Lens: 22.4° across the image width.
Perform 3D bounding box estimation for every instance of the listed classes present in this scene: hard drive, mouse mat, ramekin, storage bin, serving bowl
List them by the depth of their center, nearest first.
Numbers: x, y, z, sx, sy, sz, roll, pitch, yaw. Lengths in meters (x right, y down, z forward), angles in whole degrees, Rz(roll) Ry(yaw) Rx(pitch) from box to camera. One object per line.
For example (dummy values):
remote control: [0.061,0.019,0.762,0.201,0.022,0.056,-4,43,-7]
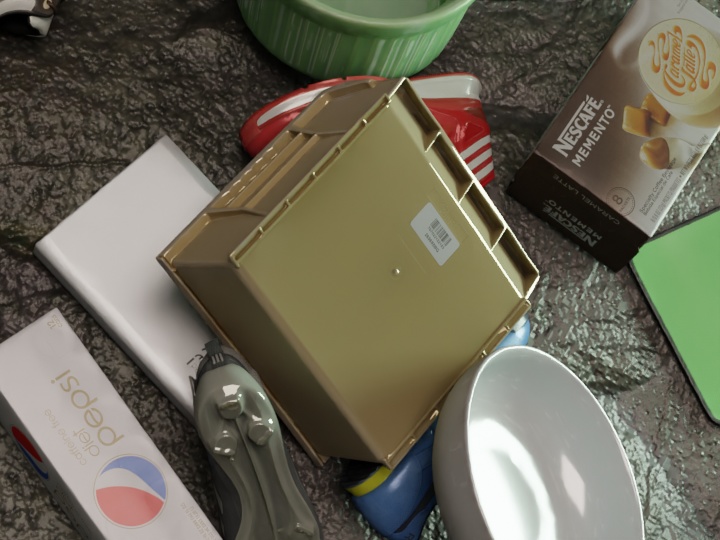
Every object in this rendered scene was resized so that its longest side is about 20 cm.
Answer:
serving bowl: [0.113,0.156,1.261,0.199,0.066,0.202,29,49,-39]
storage bin: [0.000,0.000,1.279,0.199,0.093,0.200,-47,115,-25]
hard drive: [-0.121,0.016,1.320,0.200,0.027,0.132,47,67,2]
ramekin: [-0.003,-0.237,1.382,0.198,0.098,0.201,6,59,-10]
mouse mat: [0.324,0.019,1.456,0.199,0.008,0.162,-23,79,-20]

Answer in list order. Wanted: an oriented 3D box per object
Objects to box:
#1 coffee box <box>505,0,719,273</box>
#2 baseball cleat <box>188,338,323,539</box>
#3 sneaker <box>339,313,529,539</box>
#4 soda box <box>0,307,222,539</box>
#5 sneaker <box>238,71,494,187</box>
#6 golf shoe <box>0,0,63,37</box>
coffee box: [0.216,-0.117,1.429,0.114,0.080,0.200,36,66,1]
baseball cleat: [-0.070,0.139,1.250,0.069,0.107,0.201,-11,119,-4]
sneaker: [0.069,0.113,1.327,0.079,0.066,0.200,47,65,-14]
soda box: [-0.180,0.130,1.245,0.068,0.064,0.201,-34,84,-23]
sneaker: [0.015,-0.080,1.364,0.198,0.078,0.116,-12,74,-18]
golf shoe: [-0.239,-0.225,1.351,0.199,0.078,0.095,-31,100,-21]
